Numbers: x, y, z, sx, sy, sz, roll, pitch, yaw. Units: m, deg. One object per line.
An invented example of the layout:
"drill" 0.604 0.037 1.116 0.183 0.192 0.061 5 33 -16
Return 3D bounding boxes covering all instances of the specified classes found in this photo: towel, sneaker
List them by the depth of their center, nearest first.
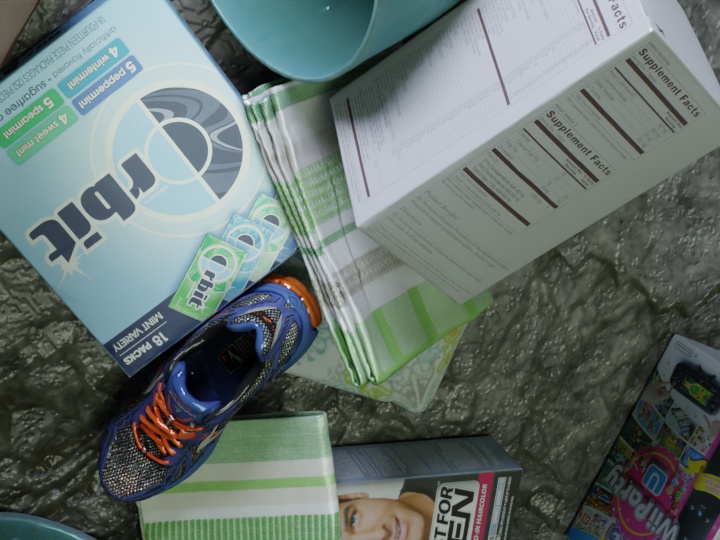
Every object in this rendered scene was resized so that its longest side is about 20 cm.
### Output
"towel" 0.014 -0.043 0.888 0.149 0.031 0.201 -30 102 -42
"sneaker" -0.113 0.081 0.901 0.075 0.078 0.200 43 108 5
"towel" 0.000 0.000 0.977 0.199 0.048 0.172 20 105 -28
"towel" -0.085 0.198 0.982 0.152 0.023 0.201 -4 106 11

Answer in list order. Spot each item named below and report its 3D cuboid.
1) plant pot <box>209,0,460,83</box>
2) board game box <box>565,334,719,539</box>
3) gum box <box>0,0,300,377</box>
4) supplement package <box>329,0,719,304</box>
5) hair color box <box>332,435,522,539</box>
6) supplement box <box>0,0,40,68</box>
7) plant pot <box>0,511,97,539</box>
"plant pot" 0.006 -0.231 0.804 0.160 0.200 0.202 -27 120 -31
"board game box" 0.270 0.175 1.103 0.064 0.148 0.201 20 101 -29
"gum box" -0.143 -0.060 0.863 0.170 0.045 0.200 -36 112 2
"supplement package" 0.097 -0.091 0.799 0.199 0.114 0.109 -32 137 24
"hair color box" 0.019 0.189 1.052 0.199 0.061 0.100 -1 111 -22
"supplement box" -0.291 -0.164 0.733 0.197 0.133 0.201 28 98 -30
"plant pot" -0.245 0.303 0.922 0.199 0.200 0.197 23 109 -29
